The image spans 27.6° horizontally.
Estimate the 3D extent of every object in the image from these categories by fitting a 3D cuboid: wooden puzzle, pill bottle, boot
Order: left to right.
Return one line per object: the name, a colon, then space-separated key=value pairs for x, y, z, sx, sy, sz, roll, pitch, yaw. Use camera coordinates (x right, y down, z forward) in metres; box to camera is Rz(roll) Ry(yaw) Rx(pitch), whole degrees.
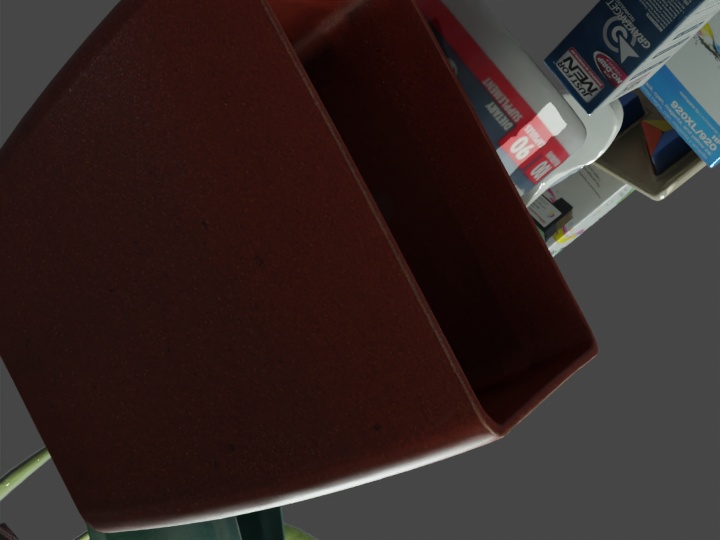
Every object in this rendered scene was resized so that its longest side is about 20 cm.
pill bottle: x=0.002 y=-0.047 z=0.735 sx=0.200 sy=0.120 sz=0.120 roll=-41 pitch=172 yaw=9
boot: x=0.187 y=-0.127 z=1.359 sx=0.090 sy=0.073 sz=0.200 roll=-43 pitch=-177 yaw=-38
wooden puzzle: x=0.314 y=-0.166 z=1.498 sx=0.185 sy=0.046 sz=0.200 roll=-38 pitch=-147 yaw=-10

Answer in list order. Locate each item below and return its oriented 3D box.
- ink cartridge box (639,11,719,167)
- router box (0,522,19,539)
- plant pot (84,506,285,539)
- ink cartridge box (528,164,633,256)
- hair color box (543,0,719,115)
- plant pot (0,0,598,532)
ink cartridge box: x=0.349 y=-0.220 z=1.262 sx=0.147 sy=0.145 sz=0.200 roll=-33 pitch=169 yaw=-34
router box: x=-0.350 y=0.277 z=1.137 sx=0.150 sy=0.062 sz=0.200 roll=-41 pitch=172 yaw=6
plant pot: x=-0.151 y=0.194 z=1.223 sx=0.134 sy=0.201 sz=0.200 roll=-12 pitch=174 yaw=5
ink cartridge box: x=0.233 y=-0.077 z=1.739 sx=0.200 sy=0.084 sz=0.145 roll=-40 pitch=172 yaw=10
hair color box: x=0.237 y=-0.211 z=1.104 sx=0.100 sy=0.061 sz=0.200 roll=-30 pitch=167 yaw=-48
plant pot: x=-0.042 y=-0.002 z=0.594 sx=0.176 sy=0.200 sz=0.200 roll=-30 pitch=176 yaw=19
